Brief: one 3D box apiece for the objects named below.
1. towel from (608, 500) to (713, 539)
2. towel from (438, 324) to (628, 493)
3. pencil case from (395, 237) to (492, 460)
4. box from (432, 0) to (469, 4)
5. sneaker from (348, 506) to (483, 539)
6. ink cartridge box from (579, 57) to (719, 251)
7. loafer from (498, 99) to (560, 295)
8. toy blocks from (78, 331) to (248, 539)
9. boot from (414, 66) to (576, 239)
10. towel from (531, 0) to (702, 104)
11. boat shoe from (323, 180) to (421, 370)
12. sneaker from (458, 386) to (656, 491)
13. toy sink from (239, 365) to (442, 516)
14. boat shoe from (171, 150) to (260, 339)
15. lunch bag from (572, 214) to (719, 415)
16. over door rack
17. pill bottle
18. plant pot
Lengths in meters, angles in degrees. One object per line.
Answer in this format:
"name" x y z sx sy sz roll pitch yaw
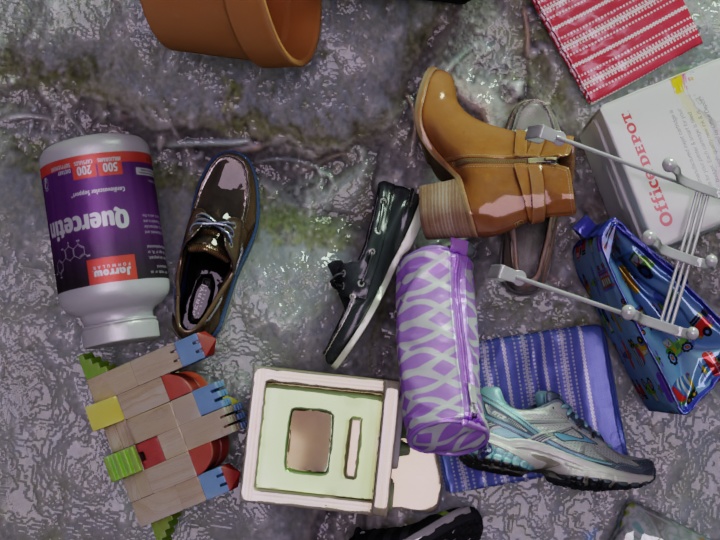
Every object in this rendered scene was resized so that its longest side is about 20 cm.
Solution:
"towel" 0.302 0.356 1.346 0.169 0.048 0.202 26 86 2
"towel" 0.166 0.136 1.351 0.197 0.024 0.147 -7 84 -17
"pencil case" 0.077 0.076 1.282 0.083 0.086 0.202 9 57 -24
"box" 0.035 -0.351 1.349 0.198 0.079 0.143 -2 83 -28
"sneaker" 0.027 0.273 1.342 0.198 0.072 0.083 -24 44 -20
"ink cartridge box" 0.337 -0.115 1.333 0.198 0.145 0.149 -20 84 -2
"loafer" 0.176 -0.077 1.373 0.071 0.063 0.203 4 86 0
"toy blocks" -0.174 0.152 1.324 0.135 0.100 0.202 -22 85 12
"boot" 0.133 -0.125 1.335 0.153 0.077 0.202 -9 54 13
"towel" 0.249 -0.291 1.410 0.143 0.022 0.202 -28 88 -4
"boat shoe" 0.000 -0.001 1.360 0.066 0.075 0.201 28 83 -3
"sneaker" 0.196 0.161 1.308 0.197 0.078 0.088 14 75 -11
"toy sink" -0.012 0.168 1.331 0.197 0.112 0.132 7 86 0
"boat shoe" -0.145 -0.024 1.366 0.071 0.072 0.203 9 86 1
"lunch bag" 0.270 0.034 1.320 0.094 0.151 0.201 -37 86 -3
"over door rack" 0.227 -0.034 1.216 0.197 0.067 0.150 17 85 1
"pill bottle" -0.251 -0.028 1.348 0.111 0.112 0.203 -10 85 0
"plant pot" -0.133 -0.296 1.339 0.138 0.200 0.203 -4 85 16
